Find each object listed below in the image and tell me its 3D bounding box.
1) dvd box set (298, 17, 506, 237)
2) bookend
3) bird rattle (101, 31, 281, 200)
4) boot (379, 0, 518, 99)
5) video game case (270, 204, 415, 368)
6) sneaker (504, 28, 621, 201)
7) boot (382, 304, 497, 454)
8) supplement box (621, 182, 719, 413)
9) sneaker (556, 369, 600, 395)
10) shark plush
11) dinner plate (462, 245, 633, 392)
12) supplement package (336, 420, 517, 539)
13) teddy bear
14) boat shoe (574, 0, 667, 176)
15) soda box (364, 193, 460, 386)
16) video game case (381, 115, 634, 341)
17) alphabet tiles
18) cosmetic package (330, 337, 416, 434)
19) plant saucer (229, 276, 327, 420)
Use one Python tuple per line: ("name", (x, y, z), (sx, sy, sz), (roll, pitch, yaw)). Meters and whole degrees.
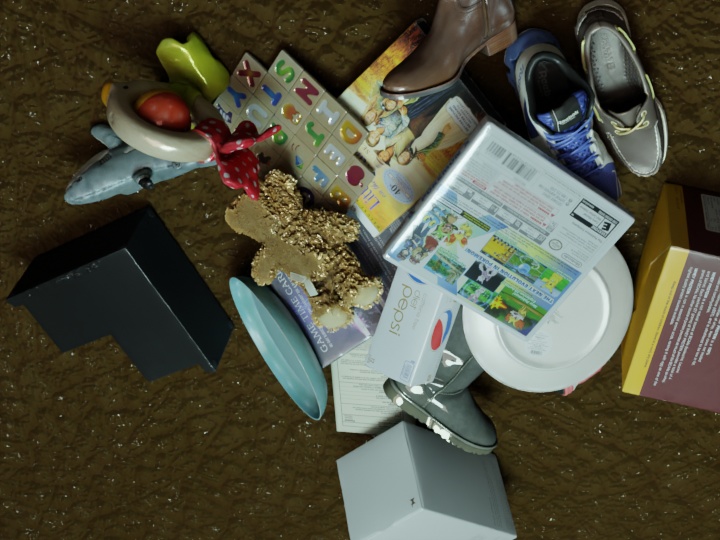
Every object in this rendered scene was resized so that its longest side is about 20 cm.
("dvd box set", (0.040, -0.151, 1.264), (0.199, 0.029, 0.147), (-39, 88, 31))
("bookend", (-0.298, 0.053, 1.460), (0.197, 0.093, 0.201), (-21, 118, 25))
("bird rattle", (-0.190, -0.152, 1.241), (0.161, 0.201, 0.113), (-5, 140, -34))
("boot", (0.072, -0.288, 1.124), (0.064, 0.186, 0.202), (24, 140, 43))
("video game case", (0.000, 0.000, 1.343), (0.199, 0.019, 0.144), (-33, 89, 13))
("sneaker", (0.205, -0.143, 1.185), (0.080, 0.115, 0.202), (-23, 106, 9))
("boot", (0.143, 0.106, 1.364), (0.180, 0.073, 0.201), (31, 110, -23))
("supplement box", (0.407, 0.039, 1.274), (0.197, 0.133, 0.200), (12, 125, 4))
("sneaker", (0.241, 0.041, 1.363), (0.086, 0.074, 0.203), (-21, 111, -18))
("shark plush", (-0.241, -0.109, 1.345), (0.196, 0.084, 0.092), (4, 124, 10))
("dinner plate", (0.211, 0.044, 1.285), (0.197, 0.024, 0.204), (-2, 109, -7))
("supplement package", (0.084, 0.288, 1.468), (0.121, 0.121, 0.199), (-33, 142, 28))
("teddy bear", (-0.059, -0.022, 1.306), (0.199, 0.067, 0.146), (35, 130, 2))
("boat shoe", (0.271, -0.178, 1.204), (0.071, 0.060, 0.202), (-14, 119, 19))
("soda box", (0.075, 0.023, 1.282), (0.063, 0.068, 0.203), (24, 100, 25))
("video game case", (0.152, -0.037, 1.198), (0.198, 0.022, 0.183), (29, 115, -21))
("alphabet tiles", (-0.080, -0.140, 1.299), (0.200, 0.006, 0.167), (44, 124, 5))
("cosmetic package", (0.017, 0.103, 1.437), (0.102, 0.073, 0.203), (3, 124, 9))
("plant saucer", (-0.095, 0.089, 1.408), (0.027, 0.200, 0.202), (-31, 119, -17))
